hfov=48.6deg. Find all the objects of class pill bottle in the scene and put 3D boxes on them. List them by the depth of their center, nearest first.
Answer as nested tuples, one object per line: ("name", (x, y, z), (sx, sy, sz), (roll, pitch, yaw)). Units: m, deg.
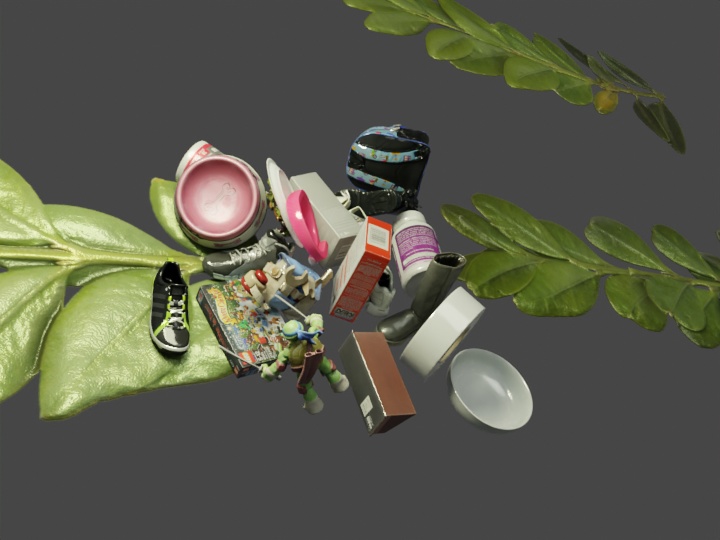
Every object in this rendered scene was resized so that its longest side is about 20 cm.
("pill bottle", (-0.296, -0.185, 1.750), (0.199, 0.111, 0.111), (34, 40, 3))
("pill bottle", (0.133, -0.042, 1.874), (0.111, 0.113, 0.202), (9, 45, -24))

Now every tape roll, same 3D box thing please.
("tape roll", (0.171, 0.132, 1.653), (0.071, 0.204, 0.202), (40, 41, 12))

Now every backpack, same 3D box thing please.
("backpack", (0.066, -0.283, 2.036), (0.197, 0.184, 0.135), (11, 34, -6))

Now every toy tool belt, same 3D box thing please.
("toy tool belt", (-0.139, 0.015, 1.583), (0.126, 0.123, 0.200), (56, 12, 28))

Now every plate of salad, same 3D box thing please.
("plate of salad", (-0.167, -0.140, 1.697), (0.047, 0.201, 0.202), (-19, 50, 6))

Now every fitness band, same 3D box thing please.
("fitness band", (-0.113, -0.092, 1.665), (0.200, 0.037, 0.145), (-91, 157, -73))

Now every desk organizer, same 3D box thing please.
("desk organizer", (0.032, 0.220, 1.579), (0.076, 0.072, 0.202), (3, 48, -32))

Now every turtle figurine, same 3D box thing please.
("turtle figurine", (-0.116, 0.155, 1.480), (0.195, 0.198, 0.145), (63, 38, -30))

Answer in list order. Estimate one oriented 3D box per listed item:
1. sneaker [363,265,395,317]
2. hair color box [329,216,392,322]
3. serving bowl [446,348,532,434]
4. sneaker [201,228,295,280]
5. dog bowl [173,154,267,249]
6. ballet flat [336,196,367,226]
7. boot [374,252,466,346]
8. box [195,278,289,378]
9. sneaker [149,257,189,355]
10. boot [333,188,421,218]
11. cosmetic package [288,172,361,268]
("sneaker", (0.037, 0.006, 1.791), (0.074, 0.082, 0.202), (5, 45, -25))
("hair color box", (0.000, 0.000, 1.679), (0.063, 0.201, 0.112), (20, 41, -13))
("serving bowl", (0.262, 0.264, 1.681), (0.198, 0.066, 0.202), (17, 43, -17))
("sneaker", (-0.224, -0.043, 1.648), (0.198, 0.116, 0.076), (-2, 50, -34))
("dog bowl", (-0.294, -0.147, 1.653), (0.197, 0.074, 0.204), (0, 85, -4))
("ballet flat", (-0.036, -0.132, 1.867), (0.071, 0.073, 0.200), (-17, 46, -41))
("boot", (0.129, 0.060, 1.699), (0.181, 0.201, 0.073), (-22, 61, -44))
("box", (-0.220, 0.106, 1.561), (0.135, 0.038, 0.201), (-10, 55, -39))
("sneaker", (-0.356, 0.061, 1.486), (0.071, 0.083, 0.202), (3, 48, -29))
("boot", (0.040, -0.163, 1.952), (0.162, 0.195, 0.075), (-7, 93, -66))
("cosmetic package", (-0.093, -0.115, 1.812), (0.089, 0.107, 0.201), (-14, 60, -41))
